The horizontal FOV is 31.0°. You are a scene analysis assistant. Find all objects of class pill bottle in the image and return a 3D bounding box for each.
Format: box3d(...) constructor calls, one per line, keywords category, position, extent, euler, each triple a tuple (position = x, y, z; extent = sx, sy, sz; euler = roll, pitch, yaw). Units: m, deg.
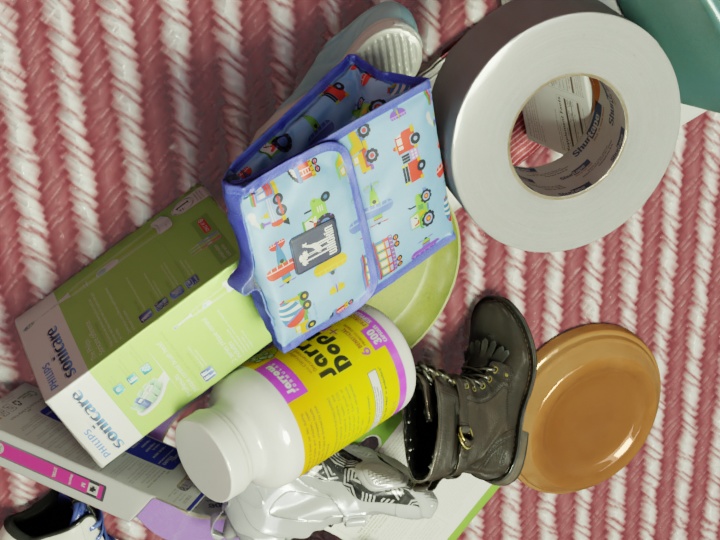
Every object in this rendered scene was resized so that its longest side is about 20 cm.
box3d(category="pill bottle", position=(-0.054, 0.111, 1.076), extent=(0.199, 0.104, 0.105), euler=(-29, 126, -36))

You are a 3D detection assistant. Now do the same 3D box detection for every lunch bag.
box3d(category="lunch bag", position=(-0.030, -0.046, 1.000), extent=(0.200, 0.093, 0.152), euler=(-39, 134, -30))

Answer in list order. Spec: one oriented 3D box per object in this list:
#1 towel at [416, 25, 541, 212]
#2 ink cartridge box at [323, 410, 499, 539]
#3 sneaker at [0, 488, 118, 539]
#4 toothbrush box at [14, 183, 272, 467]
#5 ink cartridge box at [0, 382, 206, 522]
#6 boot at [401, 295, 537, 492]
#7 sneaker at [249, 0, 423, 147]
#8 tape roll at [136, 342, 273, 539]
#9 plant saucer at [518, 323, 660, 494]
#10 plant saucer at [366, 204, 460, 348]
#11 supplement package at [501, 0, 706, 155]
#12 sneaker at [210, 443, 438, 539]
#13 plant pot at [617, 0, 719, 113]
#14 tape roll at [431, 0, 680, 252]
box3d(category="towel", position=(0.084, -0.125, 1.187), extent=(0.199, 0.023, 0.145), euler=(-37, 124, -6))
box3d(category="ink cartridge box", position=(0.027, 0.198, 1.274), extent=(0.199, 0.076, 0.148), euler=(37, 94, -36))
box3d(category="sneaker", position=(-0.245, 0.258, 1.177), extent=(0.197, 0.081, 0.116), euler=(15, 108, -28))
box3d(category="toothbrush box", position=(-0.171, 0.040, 1.071), extent=(0.199, 0.146, 0.087), euler=(-36, 124, -6))
box3d(category="ink cartridge box", position=(-0.217, 0.155, 1.072), extent=(0.198, 0.095, 0.038), euler=(20, 106, 9))
box3d(category="boot", position=(0.096, 0.107, 1.198), extent=(0.173, 0.069, 0.203), euler=(22, 64, -54))
box3d(category="sneaker", position=(-0.021, -0.148, 1.102), extent=(0.199, 0.082, 0.074), euler=(-38, 118, 24))
box3d(category="tape roll", position=(-0.129, 0.151, 1.191), extent=(0.198, 0.066, 0.203), euler=(-10, 117, -20))
box3d(category="plant saucer", position=(0.241, 0.155, 1.384), extent=(0.198, 0.037, 0.203), euler=(-11, 117, -21))
box3d(category="plant saucer", position=(0.000, 0.000, 1.168), extent=(0.198, 0.031, 0.202), euler=(-16, 122, -27))
box3d(category="supplement package", position=(0.220, -0.221, 1.143), extent=(0.155, 0.111, 0.202), euler=(-29, 123, -20))
box3d(category="sneaker", position=(-0.036, 0.212, 1.159), extent=(0.198, 0.075, 0.116), euler=(19, 101, -10))
box3d(category="plant pot", position=(0.285, -0.241, 1.027), extent=(0.142, 0.141, 0.200), euler=(-50, 120, -5))
box3d(category="tape roll", position=(0.156, -0.119, 1.052), extent=(0.198, 0.066, 0.203), euler=(-8, 118, -15))
